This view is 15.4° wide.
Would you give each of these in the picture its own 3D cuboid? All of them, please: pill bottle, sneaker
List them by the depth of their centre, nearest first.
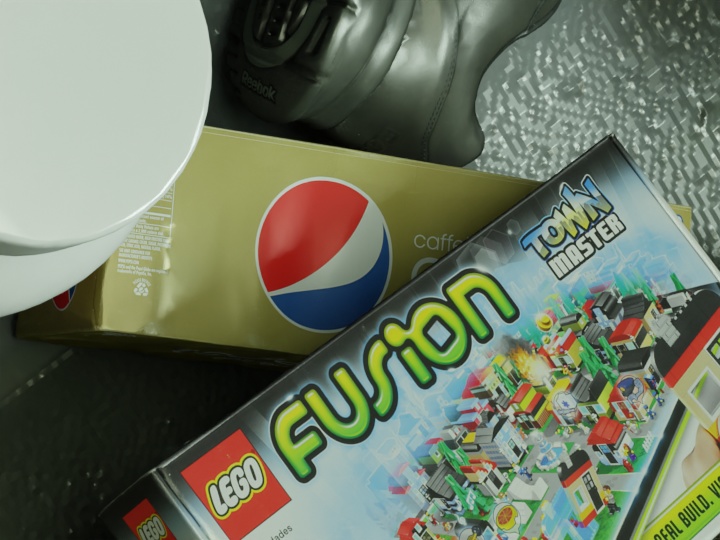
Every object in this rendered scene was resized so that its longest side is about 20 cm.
[{"bbox_3d":[-0.116,-0.040,0.672,0.112,0.200,0.113,2,85,-27],"label":"pill bottle"},{"bbox_3d":[0.031,-0.123,0.839,0.091,0.076,0.201,30,80,-33],"label":"sneaker"}]

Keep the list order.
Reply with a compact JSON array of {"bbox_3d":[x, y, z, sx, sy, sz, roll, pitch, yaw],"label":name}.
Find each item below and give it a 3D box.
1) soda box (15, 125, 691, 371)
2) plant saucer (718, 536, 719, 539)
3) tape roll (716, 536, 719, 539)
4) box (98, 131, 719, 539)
[{"bbox_3d":[0.000,0.000,0.806,0.199,0.068,0.064,9,82,-28],"label":"soda box"},{"bbox_3d":[0.205,0.119,0.852,0.200,0.048,0.200,34,79,-25],"label":"plant saucer"},{"bbox_3d":[0.064,0.150,0.848,0.202,0.037,0.204,2,85,-27],"label":"tape roll"},{"bbox_3d":[0.035,0.054,0.726,0.200,0.035,0.110,-36,88,-38],"label":"box"}]
